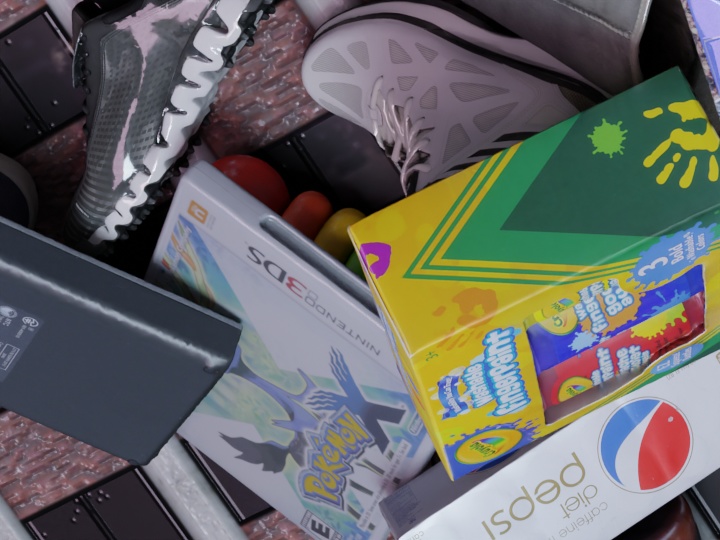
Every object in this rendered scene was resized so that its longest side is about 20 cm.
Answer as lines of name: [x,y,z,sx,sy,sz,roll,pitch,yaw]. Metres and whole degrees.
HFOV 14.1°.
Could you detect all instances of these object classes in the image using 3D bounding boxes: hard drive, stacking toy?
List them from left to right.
hard drive: [-0.177,0.030,1.545,0.199,0.033,0.140,25,145,-12]
stacking toy: [0.000,0.000,1.533,0.199,0.085,0.086,31,122,7]

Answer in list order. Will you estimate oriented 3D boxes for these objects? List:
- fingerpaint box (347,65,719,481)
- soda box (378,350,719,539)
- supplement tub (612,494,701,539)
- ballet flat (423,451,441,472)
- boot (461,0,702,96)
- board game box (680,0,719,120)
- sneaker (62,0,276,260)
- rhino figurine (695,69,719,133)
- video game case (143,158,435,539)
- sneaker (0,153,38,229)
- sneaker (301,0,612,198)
fingerpaint box: [0.092,0.008,1.353,0.166,0.200,0.074,-25,69,-3]
soda box: [0.112,0.100,1.503,0.199,0.064,0.068,-33,106,0]
supplement tub: [0.154,0.220,1.577,0.106,0.107,0.201,-11,113,23]
ballet flat: [0.058,0.150,1.605,0.067,0.068,0.201,-5,111,42]
boot: [0.069,-0.174,1.358,0.200,0.072,0.182,38,157,42]
board game box: [0.243,-0.144,1.300,0.158,0.200,0.097,-13,111,23]
sneaker: [-0.119,-0.098,1.527,0.090,0.067,0.201,33,118,2]
rhino figurine: [0.146,-0.107,1.435,0.087,0.060,0.201,13,122,16]
video game case: [-0.041,0.055,1.548,0.182,0.022,0.200,37,144,9]
sneaker: [-0.280,-0.047,1.592,0.199,0.085,0.075,14,120,11]
sneaker: [0.029,-0.069,1.432,0.200,0.115,0.076,13,136,37]
